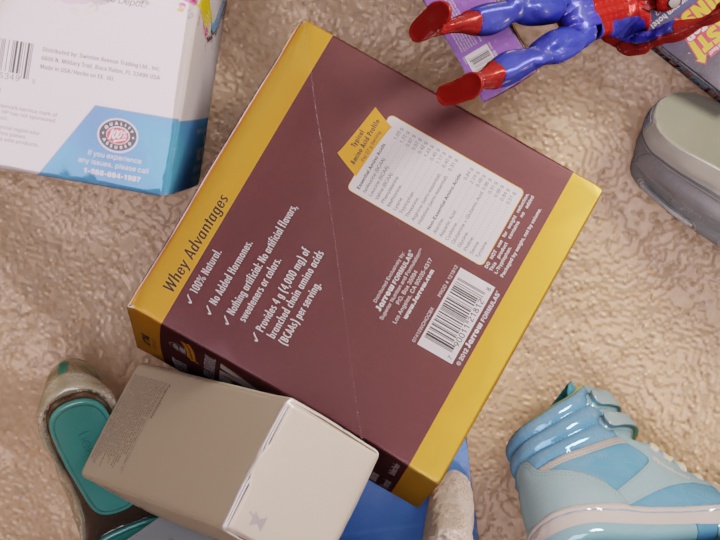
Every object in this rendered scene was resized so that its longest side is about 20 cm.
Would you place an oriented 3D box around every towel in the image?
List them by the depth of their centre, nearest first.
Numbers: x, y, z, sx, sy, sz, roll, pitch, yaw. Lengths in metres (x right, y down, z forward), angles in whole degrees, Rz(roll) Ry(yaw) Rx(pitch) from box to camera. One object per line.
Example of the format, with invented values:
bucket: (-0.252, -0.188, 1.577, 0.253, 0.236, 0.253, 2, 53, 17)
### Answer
towel: (0.043, 0.229, 1.337, 0.034, 0.133, 0.201, 8, 100, 1)

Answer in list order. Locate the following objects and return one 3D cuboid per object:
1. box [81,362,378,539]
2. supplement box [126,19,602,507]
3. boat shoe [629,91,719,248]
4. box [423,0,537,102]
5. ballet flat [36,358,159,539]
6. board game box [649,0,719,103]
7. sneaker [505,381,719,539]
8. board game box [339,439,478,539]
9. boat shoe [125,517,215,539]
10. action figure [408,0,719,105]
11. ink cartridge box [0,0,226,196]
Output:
box: (-0.077, 0.108, 1.271, 0.068, 0.200, 0.082, 32, 79, -27)
supplement box: (0.000, 0.000, 1.322, 0.200, 0.133, 0.198, 30, 79, 3)
boat shoe: (0.251, -0.029, 1.365, 0.201, 0.072, 0.070, 35, 54, 9)
box: (0.040, -0.194, 1.330, 0.039, 0.137, 0.200, -30, 93, 6)
ballet flat: (-0.149, 0.142, 1.402, 0.067, 0.062, 0.201, -15, 117, -5)
board game box: (0.200, -0.209, 1.359, 0.200, 0.062, 0.200, -38, 93, 5)
sneaker: (0.178, 0.125, 1.381, 0.199, 0.131, 0.080, 6, 136, -29)
board game box: (-0.007, 0.159, 1.412, 0.157, 0.039, 0.201, -8, 100, -1)
boat shoe: (-0.107, 0.201, 1.372, 0.200, 0.071, 0.091, -24, 128, -1)
action figure: (0.131, -0.146, 1.244, 0.099, 0.200, 0.065, -26, 86, 45)
ink cartridge box: (-0.158, -0.157, 1.338, 0.146, 0.146, 0.201, 10, 95, 3)
